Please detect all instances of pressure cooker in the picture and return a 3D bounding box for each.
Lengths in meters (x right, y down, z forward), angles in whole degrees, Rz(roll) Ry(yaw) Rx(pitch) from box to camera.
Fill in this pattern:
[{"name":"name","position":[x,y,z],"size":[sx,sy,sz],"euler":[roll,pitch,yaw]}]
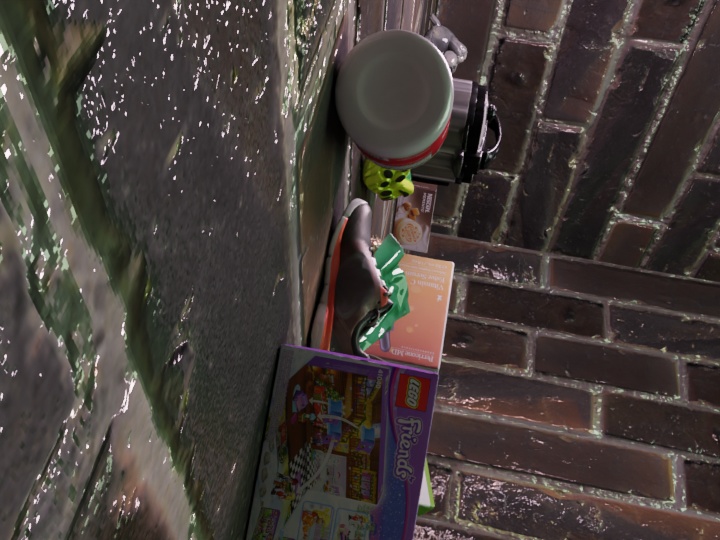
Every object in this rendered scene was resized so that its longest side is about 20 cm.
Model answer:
[{"name":"pressure cooker","position":[0.144,-0.240,1.261],"size":[0.179,0.195,0.180],"euler":[41,58,-85]}]

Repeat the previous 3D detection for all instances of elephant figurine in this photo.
[{"name":"elephant figurine","position":[0.206,-0.541,1.974],"size":[0.156,0.140,0.201],"euler":[-54,165,-17]}]

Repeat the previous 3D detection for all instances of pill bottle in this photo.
[{"name":"pill bottle","position":[0.038,-0.164,0.754],"size":[0.200,0.110,0.115],"euler":[-27,126,-84]}]

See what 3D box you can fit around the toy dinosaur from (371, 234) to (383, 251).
[{"name":"toy dinosaur","position":[0.000,0.000,1.052],"size":[0.108,0.060,0.200],"euler":[64,14,-6]}]

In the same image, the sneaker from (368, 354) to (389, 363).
[{"name":"sneaker","position":[0.005,0.170,0.902],"size":[0.108,0.074,0.200],"euler":[-67,-168,-19]}]

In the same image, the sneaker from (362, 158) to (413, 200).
[{"name":"sneaker","position":[0.036,-0.161,1.085],"size":[0.200,0.073,0.085],"euler":[53,22,-79]}]

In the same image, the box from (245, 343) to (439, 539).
[{"name":"box","position":[-0.017,0.173,0.608],"size":[0.039,0.134,0.205],"euler":[59,41,-82]}]

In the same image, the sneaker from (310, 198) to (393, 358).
[{"name":"sneaker","position":[0.000,0.019,0.820],"size":[0.077,0.080,0.204],"euler":[87,14,-69]}]

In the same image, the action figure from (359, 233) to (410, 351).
[{"name":"action figure","position":[0.003,0.051,0.933],"size":[0.200,0.054,0.120],"euler":[-47,124,-52]}]

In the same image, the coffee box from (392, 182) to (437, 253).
[{"name":"coffee box","position":[0.160,-0.167,2.179],"size":[0.080,0.112,0.204],"euler":[-71,169,-61]}]

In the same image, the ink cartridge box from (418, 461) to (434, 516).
[{"name":"ink cartridge box","position":[0.018,0.311,1.196],"size":[0.075,0.198,0.150],"euler":[-38,-136,33]}]

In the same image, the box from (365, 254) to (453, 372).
[{"name":"box","position":[0.063,0.084,1.201],"size":[0.107,0.149,0.203],"euler":[94,7,-55]}]
